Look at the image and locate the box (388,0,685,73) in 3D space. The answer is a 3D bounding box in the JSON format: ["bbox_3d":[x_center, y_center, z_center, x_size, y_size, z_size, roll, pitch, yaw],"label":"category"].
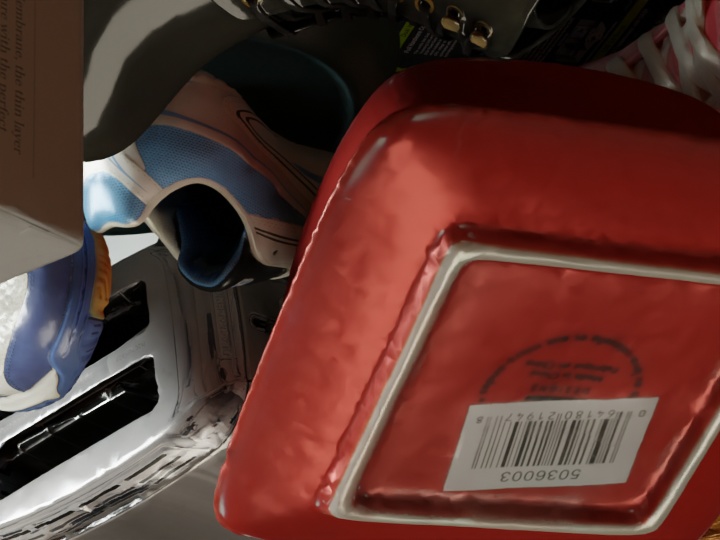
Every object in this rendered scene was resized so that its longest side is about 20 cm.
[{"bbox_3d":[0.086,-0.113,0.852,0.159,0.044,0.200,4,156,-16],"label":"box"}]

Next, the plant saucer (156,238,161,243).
[{"bbox_3d":[0.000,0.000,0.931,0.199,0.019,0.070,1,146,-21],"label":"plant saucer"}]

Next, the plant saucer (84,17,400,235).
[{"bbox_3d":[-0.080,-0.061,0.829,0.199,0.028,0.200,-10,157,-4],"label":"plant saucer"}]

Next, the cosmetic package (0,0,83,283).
[{"bbox_3d":[-0.185,-0.107,0.590,0.123,0.200,0.200,-21,151,36],"label":"cosmetic package"}]

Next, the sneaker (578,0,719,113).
[{"bbox_3d":[0.118,-0.070,0.805,0.199,0.076,0.105,-19,158,14],"label":"sneaker"}]

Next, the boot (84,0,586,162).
[{"bbox_3d":[-0.011,-0.084,0.663,0.200,0.138,0.077,-53,160,18],"label":"boot"}]

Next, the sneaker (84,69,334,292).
[{"bbox_3d":[-0.033,-0.019,0.807,0.072,0.073,0.200,2,165,41],"label":"sneaker"}]

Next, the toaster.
[{"bbox_3d":[-0.076,0.068,0.891,0.200,0.114,0.129,-30,142,30],"label":"toaster"}]

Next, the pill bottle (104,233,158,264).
[{"bbox_3d":[-0.024,0.003,1.022,0.114,0.114,0.200,-23,143,39],"label":"pill bottle"}]

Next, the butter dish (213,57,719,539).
[{"bbox_3d":[0.053,-0.006,0.752,0.199,0.148,0.200,5,131,-22],"label":"butter dish"}]

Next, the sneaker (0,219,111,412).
[{"bbox_3d":[-0.169,0.004,0.792,0.088,0.076,0.200,19,171,-37],"label":"sneaker"}]
